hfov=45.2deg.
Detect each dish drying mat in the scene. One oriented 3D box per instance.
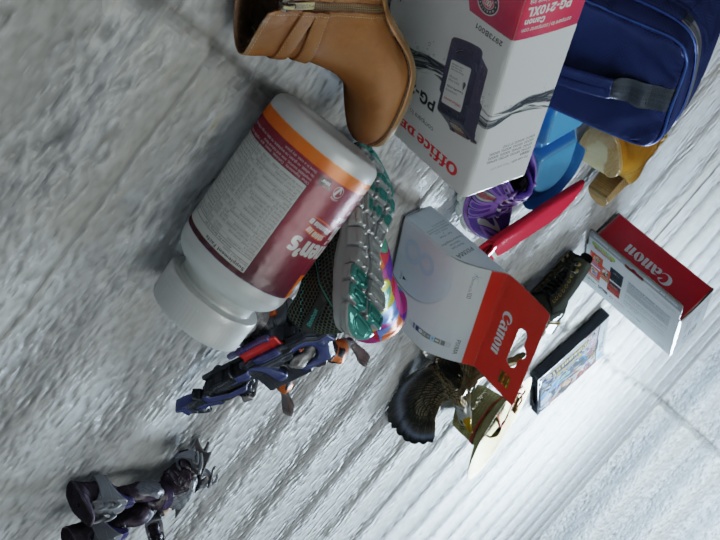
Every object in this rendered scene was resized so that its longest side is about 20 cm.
[{"bbox_3d":[0.205,-0.054,1.078,0.198,0.018,0.077,-30,164,-36],"label":"dish drying mat"}]

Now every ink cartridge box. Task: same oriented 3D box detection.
[{"bbox_3d":[0.465,0.013,1.410,0.083,0.200,0.177,-38,151,-11],"label":"ink cartridge box"},{"bbox_3d":[0.114,0.048,1.002,0.047,0.200,0.162,-24,144,-32],"label":"ink cartridge box"},{"bbox_3d":[0.094,-0.190,0.742,0.083,0.145,0.203,-22,143,-32],"label":"ink cartridge box"}]

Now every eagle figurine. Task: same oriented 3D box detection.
[{"bbox_3d":[0.130,0.173,1.284,0.148,0.154,0.200,17,158,-15],"label":"eagle figurine"}]

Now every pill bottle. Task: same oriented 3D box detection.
[{"bbox_3d":[-0.083,-0.038,0.734,0.201,0.110,0.109,-52,150,11],"label":"pill bottle"}]

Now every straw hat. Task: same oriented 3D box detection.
[{"bbox_3d":[0.206,0.247,1.481,0.201,0.084,0.203,-46,155,-28],"label":"straw hat"}]

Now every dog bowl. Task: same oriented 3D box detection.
[{"bbox_3d":[0.227,-0.166,1.041,0.110,0.050,0.203,-30,146,-26],"label":"dog bowl"}]

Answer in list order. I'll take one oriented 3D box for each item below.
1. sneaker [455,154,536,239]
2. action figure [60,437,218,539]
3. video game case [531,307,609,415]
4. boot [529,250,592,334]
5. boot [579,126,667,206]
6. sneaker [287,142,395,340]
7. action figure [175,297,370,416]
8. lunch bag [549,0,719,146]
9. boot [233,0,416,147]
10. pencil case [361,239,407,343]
[{"bbox_3d":[0.164,-0.095,1.010,0.080,0.084,0.202,-34,151,-17],"label":"sneaker"},{"bbox_3d":[-0.229,0.253,0.945,0.198,0.069,0.133,-8,125,-53],"label":"action figure"},{"bbox_3d":[0.421,0.187,1.746,0.199,0.025,0.182,-40,150,-13],"label":"video game case"},{"bbox_3d":[0.296,0.025,1.353,0.140,0.077,0.199,-58,162,13],"label":"boot"},{"bbox_3d":[0.370,-0.187,1.194,0.145,0.070,0.202,-49,154,-8],"label":"boot"},{"bbox_3d":[-0.024,-0.031,0.795,0.089,0.204,0.078,-10,145,29],"label":"sneaker"},{"bbox_3d":[-0.102,0.087,0.916,0.196,0.107,0.194,-22,146,13],"label":"action figure"},{"bbox_3d":[0.237,-0.225,0.843,0.133,0.197,0.138,-48,154,-33],"label":"lunch bag"},{"bbox_3d":[-0.030,-0.179,0.675,0.153,0.073,0.204,-23,131,-36],"label":"boot"},{"bbox_3d":[0.000,0.000,0.918,0.088,0.088,0.201,-38,150,-13],"label":"pencil case"}]
